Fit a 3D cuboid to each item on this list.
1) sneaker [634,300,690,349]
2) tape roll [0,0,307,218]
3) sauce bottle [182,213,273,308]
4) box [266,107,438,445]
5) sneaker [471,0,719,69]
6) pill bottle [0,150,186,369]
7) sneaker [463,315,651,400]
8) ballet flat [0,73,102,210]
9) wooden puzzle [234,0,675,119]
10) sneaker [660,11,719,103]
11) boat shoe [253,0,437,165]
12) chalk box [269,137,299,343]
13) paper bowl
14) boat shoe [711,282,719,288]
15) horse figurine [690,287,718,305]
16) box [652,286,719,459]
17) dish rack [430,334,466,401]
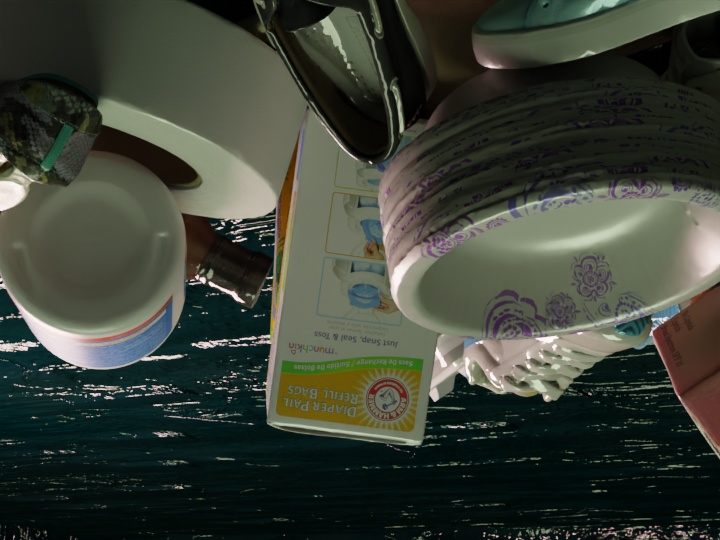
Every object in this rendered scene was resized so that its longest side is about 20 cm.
[{"bbox_3d":[0.258,0.015,1.192,0.080,0.077,0.200,-32,-176,-10],"label":"sneaker"},{"bbox_3d":[-0.135,-0.100,0.834,0.201,0.071,0.203,16,167,4],"label":"tape roll"},{"bbox_3d":[-0.160,-0.034,1.025,0.199,0.065,0.065,25,160,-3],"label":"sauce bottle"},{"bbox_3d":[0.000,0.000,0.907,0.100,0.202,0.112,8,-176,-5],"label":"box"},{"bbox_3d":[0.139,-0.161,0.681,0.199,0.082,0.074,-16,-163,24],"label":"sneaker"},{"bbox_3d":[-0.167,0.003,0.894,0.111,0.113,0.200,5,167,-7],"label":"pill bottle"},{"bbox_3d":[0.136,0.049,0.971,0.076,0.082,0.200,15,172,-19],"label":"sneaker"},{"bbox_3d":[-0.212,-0.064,0.775,0.072,0.073,0.200,16,170,-36],"label":"ballet flat"},{"bbox_3d":[0.055,-0.145,0.805,0.184,0.038,0.199,-15,160,43],"label":"wooden puzzle"},{"bbox_3d":[0.199,-0.116,0.800,0.099,0.075,0.200,5,154,-26],"label":"sneaker"},{"bbox_3d":[-0.023,-0.137,0.693,0.073,0.061,0.201,1,140,29],"label":"boat shoe"},{"bbox_3d":[-0.006,-0.012,1.078,0.124,0.125,0.200,4,163,-5],"label":"chalk box"},{"bbox_3d":[0.109,-0.044,0.765,0.199,0.105,0.201,-7,155,-3],"label":"paper bowl"},{"bbox_3d":[0.222,-0.029,0.926,0.201,0.065,0.074,-3,155,-40],"label":"boat shoe"},{"bbox_3d":[0.186,-0.009,1.019,0.198,0.050,0.133,10,166,-12],"label":"horse figurine"},{"bbox_3d":[0.319,0.048,0.964,0.199,0.109,0.128,-36,-167,13],"label":"box"},{"bbox_3d":[0.124,0.047,1.198,0.199,0.044,0.172,-31,172,-21],"label":"dish rack"}]
